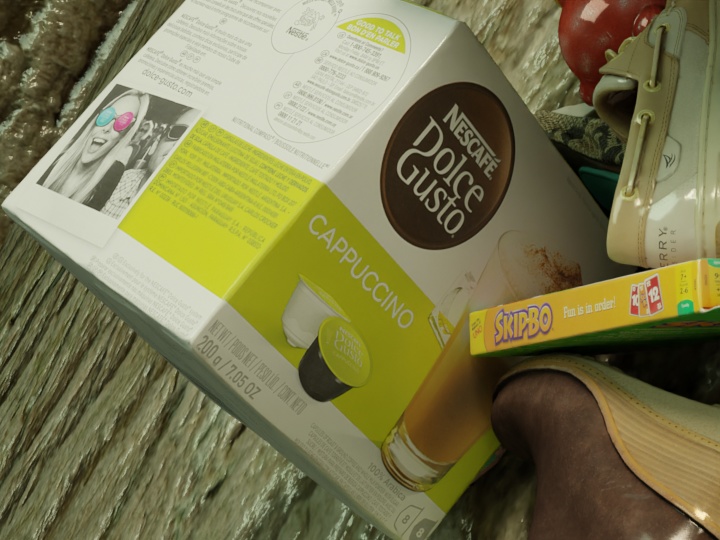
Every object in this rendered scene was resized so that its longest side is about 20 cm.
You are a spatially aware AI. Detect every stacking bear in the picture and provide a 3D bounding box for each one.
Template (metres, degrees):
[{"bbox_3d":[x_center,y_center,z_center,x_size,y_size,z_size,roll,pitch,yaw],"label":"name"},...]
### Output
[{"bbox_3d":[0.152,-0.181,0.928,0.121,0.114,0.200,-43,32,43],"label":"stacking bear"}]

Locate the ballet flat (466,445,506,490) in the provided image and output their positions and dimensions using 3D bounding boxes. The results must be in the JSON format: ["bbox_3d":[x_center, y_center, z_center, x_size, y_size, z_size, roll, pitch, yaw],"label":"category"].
[{"bbox_3d":[0.063,0.037,0.936,0.071,0.069,0.200,-28,39,28],"label":"ballet flat"}]

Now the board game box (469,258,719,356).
[{"bbox_3d":[0.137,0.018,0.717,0.200,0.095,0.030,168,101,-64],"label":"board game box"}]

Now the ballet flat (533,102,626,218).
[{"bbox_3d":[0.135,-0.062,0.889,0.075,0.068,0.200,-44,22,-14],"label":"ballet flat"}]

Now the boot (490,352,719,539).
[{"bbox_3d":[0.083,0.123,0.713,0.167,0.072,0.200,-54,25,-15],"label":"boot"}]

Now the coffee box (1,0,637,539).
[{"bbox_3d":[-0.018,-0.018,0.849,0.198,0.200,0.200,-50,40,-9],"label":"coffee box"}]

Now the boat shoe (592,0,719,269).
[{"bbox_3d":[0.144,-0.082,0.772,0.074,0.069,0.200,73,-161,-46],"label":"boat shoe"}]
